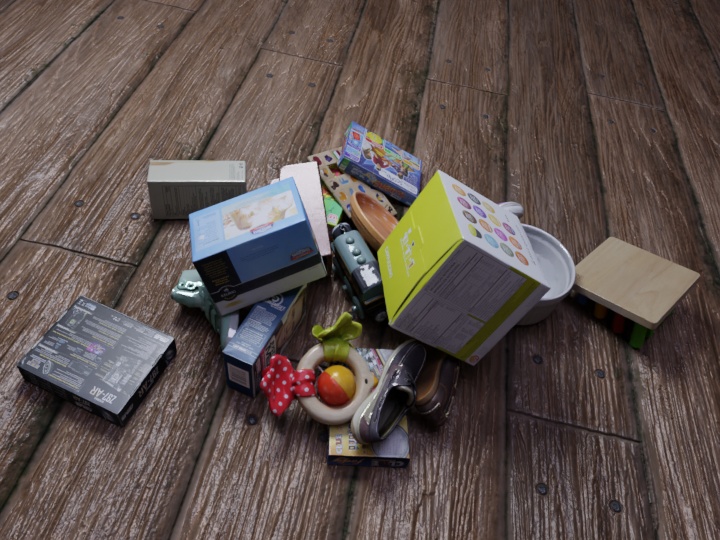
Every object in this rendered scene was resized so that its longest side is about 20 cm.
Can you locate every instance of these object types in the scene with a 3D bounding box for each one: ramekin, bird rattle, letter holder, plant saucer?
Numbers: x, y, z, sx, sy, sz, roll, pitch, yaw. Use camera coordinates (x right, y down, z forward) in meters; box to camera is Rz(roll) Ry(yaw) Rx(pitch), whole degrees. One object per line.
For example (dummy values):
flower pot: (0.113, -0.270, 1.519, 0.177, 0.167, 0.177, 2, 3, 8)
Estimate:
ramekin: (0.317, 0.013, 1.203, 0.194, 0.106, 0.204, 5, 48, -6)
bird rattle: (-0.059, 0.170, 0.966, 0.163, 0.113, 0.200, 44, 58, 6)
letter holder: (-0.137, -0.094, 1.181, 0.138, 0.101, 0.205, -7, 69, -6)
plant saucer: (0.047, -0.076, 1.219, 0.199, 0.037, 0.201, 40, 19, -17)

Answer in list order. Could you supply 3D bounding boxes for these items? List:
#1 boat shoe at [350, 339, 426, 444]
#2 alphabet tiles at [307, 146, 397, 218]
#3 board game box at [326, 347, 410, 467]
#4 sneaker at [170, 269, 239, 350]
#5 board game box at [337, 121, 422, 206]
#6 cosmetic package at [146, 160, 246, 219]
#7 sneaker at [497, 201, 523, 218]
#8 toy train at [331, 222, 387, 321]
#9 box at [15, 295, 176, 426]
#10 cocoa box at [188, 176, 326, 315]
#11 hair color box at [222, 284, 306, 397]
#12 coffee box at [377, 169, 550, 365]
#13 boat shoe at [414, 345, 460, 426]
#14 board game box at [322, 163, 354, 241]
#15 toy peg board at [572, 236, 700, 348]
boat shoe: (0.060, 0.195, 0.965, 0.064, 0.073, 0.201, -2, 38, 46)
alphabet tiles: (-0.006, -0.192, 1.337, 0.165, 0.008, 0.202, -25, 76, -43)
board game box: (0.011, 0.225, 1.015, 0.131, 0.035, 0.204, 4, 49, -6)
sneaker: (-0.277, 0.073, 1.070, 0.115, 0.075, 0.202, -1, 39, -19)
board game box: (0.049, -0.245, 1.382, 0.196, 0.035, 0.138, 27, 46, -16)
cosmetic package: (-0.336, -0.168, 1.254, 0.194, 0.107, 0.072, 0, 47, -12)
sneaker: (0.290, -0.085, 1.321, 0.196, 0.075, 0.101, -22, 74, -26)
toy train: (0.000, 0.000, 1.148, 0.083, 0.115, 0.202, -21, 54, -11)
box: (-0.434, 0.146, 1.003, 0.195, 0.044, 0.162, 21, 49, 9)
cocoa box: (-0.176, -0.043, 1.022, 0.195, 0.133, 0.135, -20, 43, -2)
hair color box: (-0.161, 0.105, 1.046, 0.059, 0.101, 0.202, 20, 49, 11)
coffee box: (0.164, -0.004, 1.029, 0.194, 0.201, 0.202, 25, 32, -24)
boat shoe: (0.141, 0.184, 1.055, 0.071, 0.070, 0.201, 49, 39, -15)
board game box: (-0.077, -0.162, 1.327, 0.099, 0.048, 0.203, 14, 49, 4)
toy peg board: (0.546, 0.050, 1.234, 0.198, 0.100, 0.197, -31, 44, -31)
